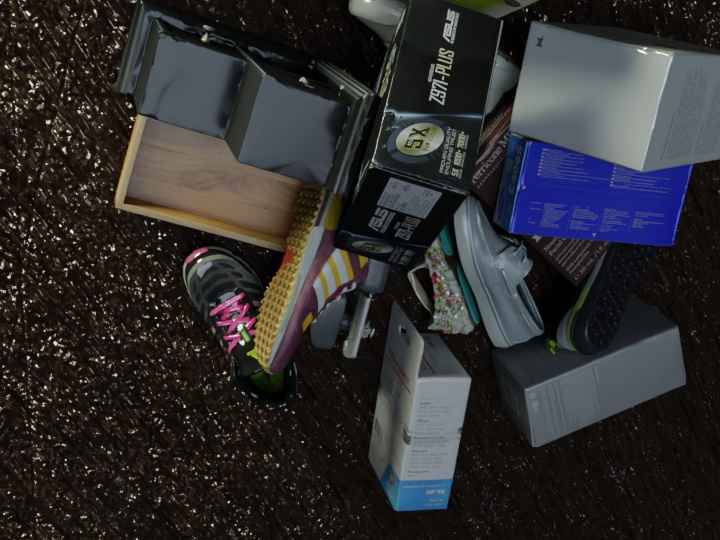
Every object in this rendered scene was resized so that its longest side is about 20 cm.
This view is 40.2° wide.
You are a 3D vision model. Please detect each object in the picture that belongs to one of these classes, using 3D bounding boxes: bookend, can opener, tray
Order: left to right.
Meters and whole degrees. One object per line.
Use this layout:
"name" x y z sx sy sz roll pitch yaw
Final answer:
"tray" -0.136 -0.089 0.987 0.197 0.037 0.100 15 106 -20
"bookend" -0.109 -0.159 0.876 0.196 0.199 0.094 14 106 -19
"can opener" 0.000 0.000 1.051 0.065 0.053 0.203 12 106 -19

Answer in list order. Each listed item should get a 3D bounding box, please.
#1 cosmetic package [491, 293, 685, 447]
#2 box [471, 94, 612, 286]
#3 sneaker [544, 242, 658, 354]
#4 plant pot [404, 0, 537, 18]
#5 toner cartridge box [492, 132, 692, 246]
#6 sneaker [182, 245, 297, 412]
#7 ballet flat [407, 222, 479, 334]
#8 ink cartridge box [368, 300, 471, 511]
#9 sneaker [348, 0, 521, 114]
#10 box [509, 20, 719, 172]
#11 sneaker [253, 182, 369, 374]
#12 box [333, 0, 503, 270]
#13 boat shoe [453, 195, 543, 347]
"cosmetic package" 0.263 0.112 1.143 0.196 0.107 0.092 -17 114 -7
"box" 0.192 -0.086 1.064 0.199 0.075 0.101 38 96 -23
"sneaker" 0.267 0.006 1.122 0.072 0.082 0.201 45 67 -28
"plant pot" 0.091 -0.329 0.846 0.197 0.198 0.185 23 85 -21
"toner cartridge box" 0.241 -0.083 1.017 0.196 0.043 0.097 4 106 -19
"sneaker" -0.117 0.066 1.022 0.073 0.088 0.202 -27 115 -4
"ballet flat" 0.076 -0.016 1.061 0.063 0.076 0.203 -12 111 15
"ink cartridge box" 0.066 0.148 1.092 0.065 0.116 0.204 2 110 -17
"sneaker" 0.065 -0.206 0.980 0.198 0.078 0.100 26 108 -21
"box" 0.266 -0.173 0.964 0.198 0.151 0.108 -12 119 -47
"sneaker" -0.038 0.013 0.979 0.089 0.075 0.203 20 90 -25
"box" 0.046 -0.115 0.877 0.085 0.200 0.167 15 71 -5
"boat shoe" 0.154 -0.004 1.077 0.070 0.071 0.203 -14 123 17
